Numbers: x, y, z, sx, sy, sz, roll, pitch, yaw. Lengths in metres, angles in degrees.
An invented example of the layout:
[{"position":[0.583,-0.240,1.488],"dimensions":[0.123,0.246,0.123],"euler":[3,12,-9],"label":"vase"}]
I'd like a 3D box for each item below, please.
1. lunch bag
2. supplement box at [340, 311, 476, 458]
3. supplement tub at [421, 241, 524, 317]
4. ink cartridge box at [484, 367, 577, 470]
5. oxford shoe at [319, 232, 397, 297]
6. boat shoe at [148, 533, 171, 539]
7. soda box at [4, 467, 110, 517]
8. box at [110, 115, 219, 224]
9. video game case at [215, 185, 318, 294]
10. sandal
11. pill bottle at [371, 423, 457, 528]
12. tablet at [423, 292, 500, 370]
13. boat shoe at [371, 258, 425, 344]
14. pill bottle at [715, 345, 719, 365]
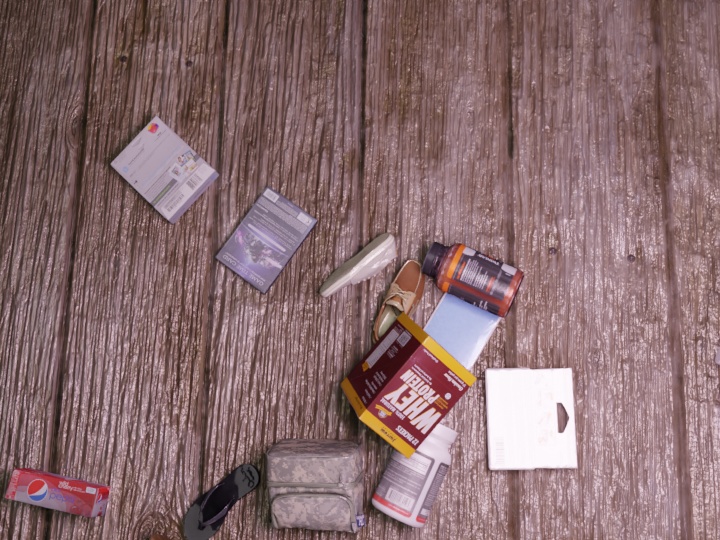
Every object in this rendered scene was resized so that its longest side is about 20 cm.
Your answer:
[{"position":[-0.087,0.435,1.679],"dimensions":[0.198,0.139,0.170],"euler":[-1,94,7],"label":"lunch bag"},{"position":[0.088,0.219,1.641],"dimensions":[0.133,0.197,0.200],"euler":[41,90,-16],"label":"supplement box"},{"position":[0.228,0.011,1.724],"dimensions":[0.198,0.107,0.108],"euler":[25,82,10],"label":"supplement tub"},{"position":[0.343,0.299,1.696],"dimensions":[0.174,0.045,0.202],"euler":[-2,79,7],"label":"ink cartridge box"},{"position":[0.000,0.000,1.792],"dimensions":[0.199,0.075,0.058],"euler":[-37,113,0],"label":"oxford shoe"},{"position":[-0.360,0.618,1.706],"dimensions":[0.199,0.071,0.065],"euler":[31,90,20],"label":"boat shoe"},{"position":[-0.635,0.466,1.765],"dimensions":[0.198,0.070,0.064],"euler":[10,80,8],"label":"soda box"},{"position":[-0.444,-0.229,1.902],"dimensions":[0.200,0.041,0.156],"euler":[42,85,12],"label":"box"},{"position":[-0.207,-0.068,1.852],"dimensions":[0.142,0.019,0.201],"euler":[35,85,12],"label":"video game case"},{"position":[-0.294,0.478,1.736],"dimensions":[0.076,0.043,0.200],"euler":[41,86,13],"label":"sandal"},{"position":[0.111,0.395,1.668],"dimensions":[0.115,0.116,0.201],"euler":[24,82,11],"label":"pill bottle"},{"position":[0.224,0.096,1.769],"dimensions":[0.129,0.014,0.201],"euler":[31,84,12],"label":"tablet"},{"position":[0.082,0.072,1.759],"dimensions":[0.075,0.074,0.202],"euler":[20,82,10],"label":"boat shoe"},{"position":[0.806,0.189,1.631],"dimensions":[0.199,0.110,0.110],"euler":[29,83,11],"label":"pill bottle"}]
